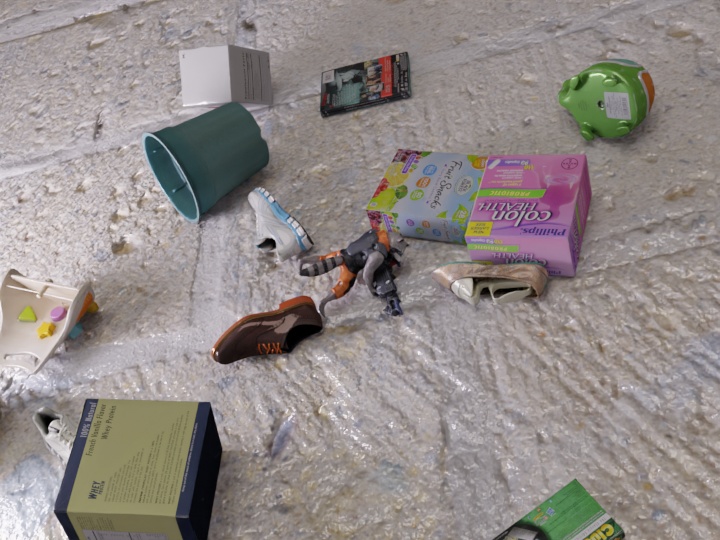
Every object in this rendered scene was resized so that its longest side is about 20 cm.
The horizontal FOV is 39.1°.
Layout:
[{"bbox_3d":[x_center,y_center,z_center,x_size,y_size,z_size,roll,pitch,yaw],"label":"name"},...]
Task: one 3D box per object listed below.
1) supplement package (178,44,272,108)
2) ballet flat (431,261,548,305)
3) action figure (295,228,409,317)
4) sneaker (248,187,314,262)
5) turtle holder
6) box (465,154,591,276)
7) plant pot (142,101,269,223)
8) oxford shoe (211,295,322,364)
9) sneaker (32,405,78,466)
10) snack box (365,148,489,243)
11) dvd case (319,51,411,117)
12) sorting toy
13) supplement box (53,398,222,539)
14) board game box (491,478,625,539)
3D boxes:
[{"bbox_3d":[-0.285,-0.410,2.164,0.120,0.121,0.200,-1,6,21],"label":"supplement package"},{"bbox_3d":[0.209,0.023,1.673,0.198,0.068,0.068,-4,55,21],"label":"ballet flat"},{"bbox_3d":[0.000,0.000,1.750,0.192,0.105,0.201,-30,46,0],"label":"action figure"},{"bbox_3d":[-0.175,-0.085,1.922,0.086,0.075,0.200,-38,46,-8],"label":"sneaker"},{"bbox_3d":[0.455,-0.315,1.861,0.131,0.142,0.185,-36,4,-34],"label":"turtle holder"},{"bbox_3d":[0.290,-0.097,1.729,0.174,0.097,0.201,3,50,23],"label":"box"},{"bbox_3d":[-0.301,-0.230,2.034,0.195,0.201,0.200,-32,44,-22],"label":"plant pot"},{"bbox_3d":[-0.159,0.114,1.729,0.199,0.071,0.073,-28,49,-6],"label":"oxford shoe"},{"bbox_3d":[-0.477,0.290,1.681,0.199,0.081,0.075,24,58,35],"label":"sneaker"},{"bbox_3d":[0.134,-0.139,1.851,0.198,0.068,0.169,8,52,26],"label":"snack box"},{"bbox_3d":[0.010,-0.401,2.179,0.198,0.022,0.147,-11,46,10],"label":"dvd case"},{"bbox_3d":[-0.602,0.107,1.896,0.198,0.107,0.181,9,60,28],"label":"sorting toy"},{"bbox_3d":[-0.328,0.314,1.531,0.198,0.135,0.201,1,47,4],"label":"supplement box"},{"bbox_3d":[0.244,0.375,1.357,0.199,0.024,0.105,-33,43,-9],"label":"board game box"}]
